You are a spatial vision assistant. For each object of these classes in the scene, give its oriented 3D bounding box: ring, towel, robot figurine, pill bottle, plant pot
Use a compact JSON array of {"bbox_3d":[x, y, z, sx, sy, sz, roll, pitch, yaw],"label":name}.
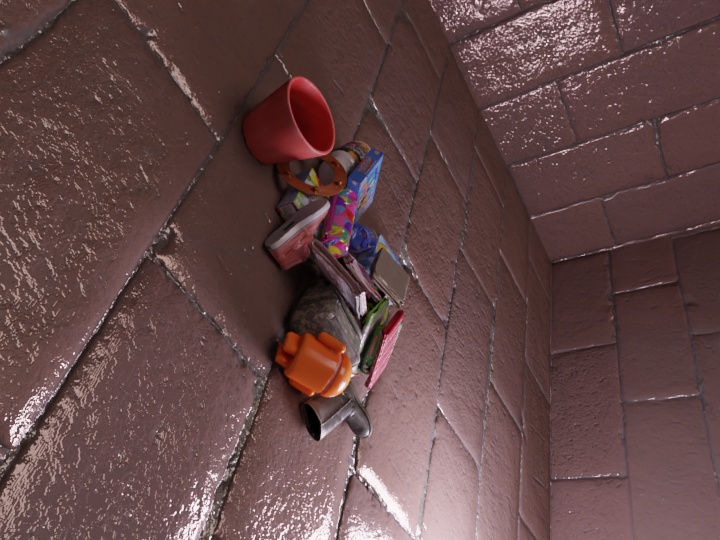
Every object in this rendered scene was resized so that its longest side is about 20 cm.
[{"bbox_3d":[-0.129,-0.275,1.701,0.198,0.019,0.202,14,45,-14],"label":"ring"},{"bbox_3d":[0.000,0.000,1.807,0.147,0.030,0.200,52,5,-20],"label":"towel"},{"bbox_3d":[-0.103,0.225,1.502,0.199,0.116,0.145,31,75,-12],"label":"robot figurine"},{"bbox_3d":[-0.043,-0.314,1.899,0.118,0.115,0.200,67,30,-15],"label":"pill bottle"},{"bbox_3d":[-0.055,0.025,1.610,0.191,0.032,0.200,48,-12,17],"label":"towel"},{"bbox_3d":[0.067,0.218,1.749,0.145,0.022,0.202,-43,153,-58],"label":"towel"},{"bbox_3d":[0.024,0.184,1.743,0.202,0.030,0.149,-70,169,21],"label":"towel"},{"bbox_3d":[-0.189,-0.366,1.603,0.200,0.175,0.203,32,51,-50],"label":"plant pot"},{"bbox_3d":[0.085,0.020,1.830,0.133,0.034,0.200,48,24,-10],"label":"towel"}]

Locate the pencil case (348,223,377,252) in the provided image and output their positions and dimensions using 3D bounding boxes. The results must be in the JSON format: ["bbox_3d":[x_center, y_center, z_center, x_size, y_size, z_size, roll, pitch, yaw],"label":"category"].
[{"bbox_3d":[0.002,-0.093,1.852,0.086,0.078,0.200,37,7,6],"label":"pencil case"}]

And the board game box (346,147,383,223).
[{"bbox_3d":[0.002,-0.239,1.863,0.153,0.045,0.201,-55,167,-37],"label":"board game box"}]

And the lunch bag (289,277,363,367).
[{"bbox_3d":[-0.083,0.140,1.617,0.168,0.138,0.202,-85,150,-62],"label":"lunch bag"}]

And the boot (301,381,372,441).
[{"bbox_3d":[-0.057,0.383,1.609,0.183,0.072,0.200,60,23,1],"label":"boot"}]

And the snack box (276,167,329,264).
[{"bbox_3d":[-0.129,-0.147,1.722,0.201,0.067,0.170,57,34,-28],"label":"snack box"}]

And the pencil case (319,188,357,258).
[{"bbox_3d":[-0.059,-0.129,1.688,0.088,0.087,0.202,48,38,-39],"label":"pencil case"}]

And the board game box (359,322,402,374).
[{"bbox_3d":[0.062,0.220,1.823,0.136,0.029,0.200,-70,163,6],"label":"board game box"}]

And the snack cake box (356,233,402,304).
[{"bbox_3d":[0.072,-0.002,2.010,0.201,0.066,0.116,55,34,-31],"label":"snack cake box"}]

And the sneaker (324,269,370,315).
[{"bbox_3d":[-0.039,0.066,1.791,0.200,0.078,0.097,40,56,-44],"label":"sneaker"}]

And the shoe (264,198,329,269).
[{"bbox_3d":[-0.144,-0.091,1.598,0.200,0.071,0.092,-41,124,-16],"label":"shoe"}]

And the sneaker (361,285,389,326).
[{"bbox_3d":[0.056,0.091,1.920,0.076,0.075,0.203,36,70,-61],"label":"sneaker"}]
